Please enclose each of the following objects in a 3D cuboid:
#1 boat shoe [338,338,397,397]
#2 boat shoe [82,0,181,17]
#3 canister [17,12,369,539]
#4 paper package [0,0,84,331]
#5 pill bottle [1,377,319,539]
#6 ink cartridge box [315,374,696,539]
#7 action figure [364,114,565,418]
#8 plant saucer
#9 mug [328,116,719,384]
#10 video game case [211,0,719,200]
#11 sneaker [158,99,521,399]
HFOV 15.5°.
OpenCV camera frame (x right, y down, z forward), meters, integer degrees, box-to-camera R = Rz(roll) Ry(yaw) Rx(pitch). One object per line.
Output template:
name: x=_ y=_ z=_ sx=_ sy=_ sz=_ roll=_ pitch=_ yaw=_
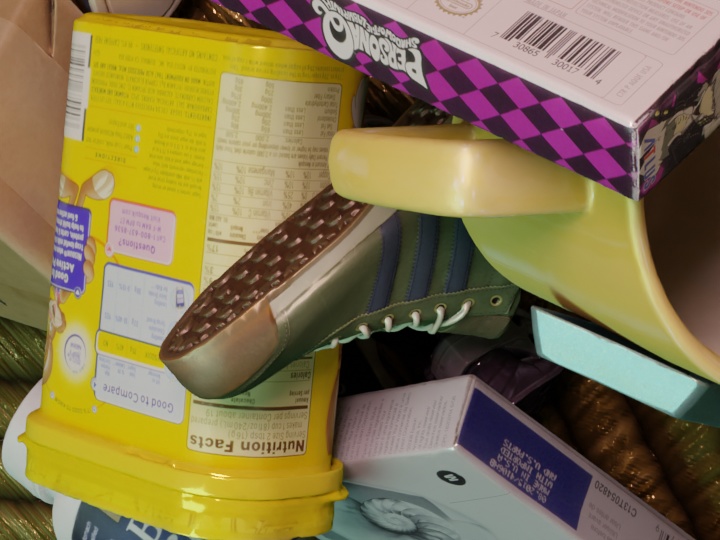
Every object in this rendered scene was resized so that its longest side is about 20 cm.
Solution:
boat shoe: x=-0.003 y=0.086 z=1.283 sx=0.074 sy=0.066 sz=0.200 roll=-8 pitch=119 yaw=54
boat shoe: x=-0.113 y=-0.182 z=1.106 sx=0.062 sy=0.075 sz=0.200 roll=31 pitch=150 yaw=28
canister: x=-0.067 y=-0.001 z=1.101 sx=0.148 sy=0.086 sz=0.201 roll=13 pitch=100 yaw=44
paper package: x=-0.187 y=-0.059 z=1.216 sx=0.200 sy=0.104 sz=0.191 roll=14 pitch=160 yaw=37
pill bottle: x=-0.093 y=0.131 z=1.408 sx=0.200 sy=0.111 sz=0.111 roll=34 pitch=147 yaw=23
ink cartridge box: x=0.039 y=0.119 z=1.188 sx=0.199 sy=0.041 sz=0.200 roll=36 pitch=150 yaw=-32
action figure: x=0.000 y=0.000 z=1.170 sx=0.200 sy=0.069 sz=0.130 roll=40 pitch=144 yaw=8
plant saucer: x=0.122 y=0.042 z=0.985 sx=0.070 sy=0.019 sz=0.200 roll=24 pitch=-178 yaw=23
mug: x=0.096 y=-0.049 z=0.919 sx=0.186 sy=0.150 sz=0.153 roll=34 pitch=169 yaw=-31
video game case: x=0.062 y=-0.119 z=0.846 sx=0.200 sy=0.181 sz=0.036 roll=27 pitch=143 yaw=32
sneaker: x=0.023 y=-0.001 z=1.022 sx=0.090 sy=0.200 sz=0.067 roll=52 pitch=166 yaw=-18
